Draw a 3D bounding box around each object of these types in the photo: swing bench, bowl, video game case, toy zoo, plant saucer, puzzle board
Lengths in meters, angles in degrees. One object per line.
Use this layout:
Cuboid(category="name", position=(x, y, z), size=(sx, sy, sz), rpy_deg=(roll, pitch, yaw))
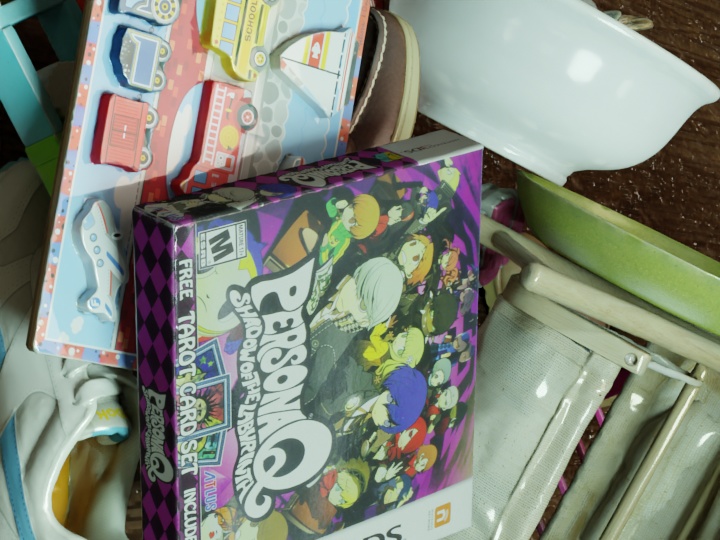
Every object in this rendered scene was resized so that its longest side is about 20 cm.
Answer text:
Cuboid(category="swing bench", position=(0.107, 0.105, 1.175), size=(0.200, 0.130, 0.199), rpy_deg=(26, 98, -20))
Cuboid(category="bowl", position=(0.091, -0.108, 1.210), size=(0.201, 0.201, 0.091), rpy_deg=(23, 96, -55))
Cuboid(category="video game case", position=(-0.021, 0.050, 0.993), size=(0.181, 0.036, 0.201), rpy_deg=(-16, 116, -39))
Cuboid(category="toy zoo", position=(-0.141, -0.126, 1.011), size=(0.200, 0.020, 0.131), rpy_deg=(64, 30, -8))
Cuboid(category="plant saucer", position=(0.170, 0.001, 1.207), size=(0.200, 0.200, 0.031), rpy_deg=(17, 100, -56))
Cuboid(category="puzzle board", position=(-0.066, -0.051, 0.976), size=(0.150, 0.017, 0.201), rpy_deg=(12, 86, -38))

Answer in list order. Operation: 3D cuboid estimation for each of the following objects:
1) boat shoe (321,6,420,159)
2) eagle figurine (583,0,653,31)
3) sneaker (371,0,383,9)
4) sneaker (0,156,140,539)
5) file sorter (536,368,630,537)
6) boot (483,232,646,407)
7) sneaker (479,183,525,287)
Cuboid(category="boat shoe", position=(-0.037, -0.050, 1.048), size=(0.072, 0.072, 0.200), rpy_deg=(40, 72, -43))
Cuboid(category="eagle figurine", position=(0.100, -0.236, 1.365), size=(0.152, 0.151, 0.201), rpy_deg=(-27, 120, -45))
Cuboid(category="sneaker", position=(-0.032, -0.179, 1.189), size=(0.108, 0.067, 0.202), rpy_deg=(-15, 103, -63))
Cuboid(category="sneaker", position=(-0.135, 0.046, 0.988), size=(0.076, 0.081, 0.201), rpy_deg=(9, 77, -56))
Cuboid(category="file sorter", position=(0.172, 0.120, 1.334), size=(0.139, 0.200, 0.126), rpy_deg=(-17, 83, -57))
Cuboid(category="boot", position=(0.198, 0.026, 1.412), size=(0.175, 0.199, 0.066), rpy_deg=(53, 40, -42))
Cuboid(category="sneaker", position=(0.000, 0.000, 1.227), size=(0.200, 0.087, 0.074), rpy_deg=(-36, 140, -29))
